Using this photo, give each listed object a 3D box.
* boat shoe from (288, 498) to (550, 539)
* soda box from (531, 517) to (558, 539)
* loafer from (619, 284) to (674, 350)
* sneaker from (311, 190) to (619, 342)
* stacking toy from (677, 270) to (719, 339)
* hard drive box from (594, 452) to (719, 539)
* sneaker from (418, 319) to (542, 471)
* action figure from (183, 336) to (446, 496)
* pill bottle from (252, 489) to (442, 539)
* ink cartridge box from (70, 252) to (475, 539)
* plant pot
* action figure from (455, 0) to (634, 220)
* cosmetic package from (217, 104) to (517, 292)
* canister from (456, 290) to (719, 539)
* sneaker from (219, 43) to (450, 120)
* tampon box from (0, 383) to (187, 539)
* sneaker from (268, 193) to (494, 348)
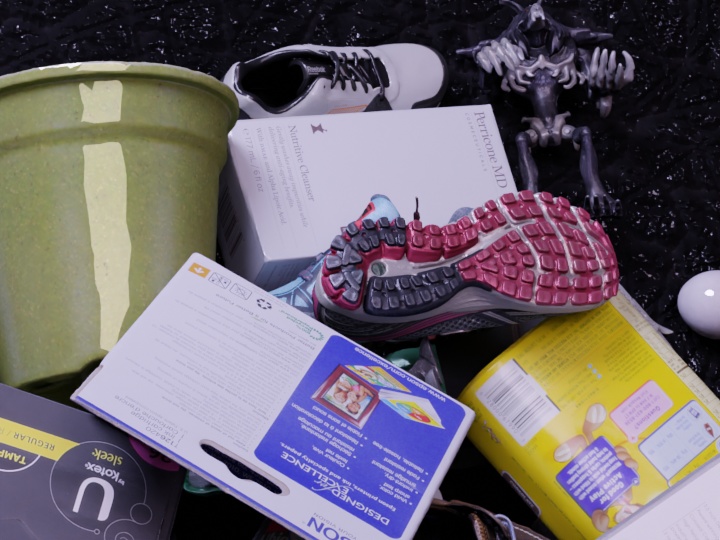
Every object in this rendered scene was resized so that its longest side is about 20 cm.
[{"bbox_3d":[0.056,0.174,1.463,0.199,0.072,0.073,11,72,-35],"label":"boat shoe"},{"bbox_3d":[0.199,0.222,1.603,0.063,0.070,0.201,-25,72,-29],"label":"soda box"},{"bbox_3d":[0.180,0.055,1.696,0.070,0.070,0.201,-21,74,-39],"label":"loafer"},{"bbox_3d":[0.065,0.001,1.528,0.198,0.075,0.081,-2,64,-16],"label":"sneaker"},{"bbox_3d":[0.321,0.044,1.734,0.198,0.147,0.147,10,57,7],"label":"stacking toy"},{"bbox_3d":[0.193,0.212,1.432,0.199,0.077,0.156,-32,81,-15],"label":"hard drive box"},{"bbox_3d":[0.046,0.074,1.642,0.198,0.075,0.107,0,49,-19],"label":"sneaker"},{"bbox_3d":[-0.045,0.097,1.528,0.199,0.055,0.118,-18,25,4],"label":"action figure"},{"bbox_3d":[-0.027,0.205,1.509,0.110,0.111,0.201,32,56,0],"label":"pill bottle"},{"bbox_3d":[-0.050,0.089,1.385,0.197,0.047,0.200,31,32,3],"label":"ink cartridge box"},{"bbox_3d":[-0.166,-0.010,1.549,0.199,0.200,0.186,-2,74,-20],"label":"plant pot"},{"bbox_3d":[0.137,-0.128,1.761,0.118,0.102,0.201,-5,65,-9],"label":"action figure"},{"bbox_3d":[0.004,-0.043,1.676,0.199,0.081,0.114,-8,65,-22],"label":"cosmetic package"},{"bbox_3d":[0.171,0.119,1.555,0.148,0.087,0.200,-36,78,-28],"label":"canister"},{"bbox_3d":[-0.018,-0.123,1.716,0.199,0.080,0.074,-17,67,-28],"label":"sneaker"},{"bbox_3d":[-0.201,0.170,1.413,0.149,0.200,0.127,19,57,-9],"label":"tampon box"},{"bbox_3d":[0.000,0.000,1.586,0.199,0.079,0.096,-8,95,-22],"label":"sneaker"}]
